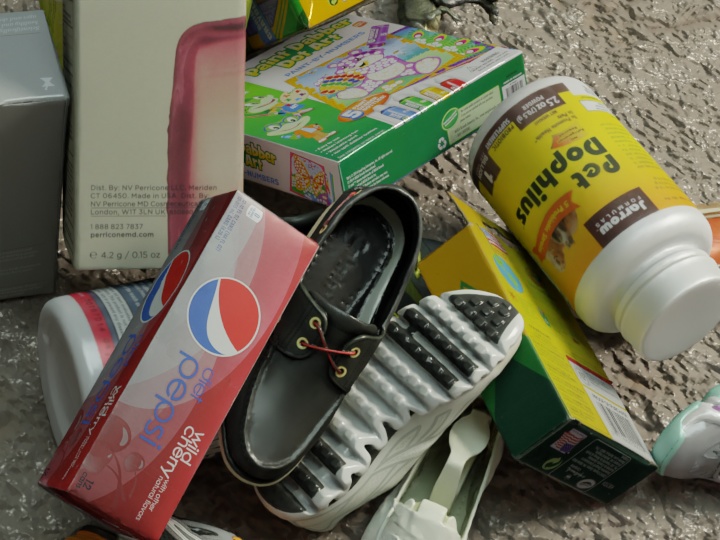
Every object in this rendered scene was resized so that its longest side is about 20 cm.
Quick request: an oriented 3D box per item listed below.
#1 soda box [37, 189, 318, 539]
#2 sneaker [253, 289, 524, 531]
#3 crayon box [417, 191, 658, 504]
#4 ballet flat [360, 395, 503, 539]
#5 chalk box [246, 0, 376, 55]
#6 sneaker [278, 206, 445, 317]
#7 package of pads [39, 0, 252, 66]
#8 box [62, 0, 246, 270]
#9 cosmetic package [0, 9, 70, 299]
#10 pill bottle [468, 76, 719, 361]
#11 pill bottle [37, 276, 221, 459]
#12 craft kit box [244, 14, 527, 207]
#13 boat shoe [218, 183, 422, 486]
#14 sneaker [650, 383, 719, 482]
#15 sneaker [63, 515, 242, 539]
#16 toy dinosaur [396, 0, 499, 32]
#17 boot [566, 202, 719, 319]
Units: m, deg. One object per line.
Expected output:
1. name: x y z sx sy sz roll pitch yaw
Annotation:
1. soda box: -0.105 0.055 1.046 0.063 0.070 0.201 33 75 -20
2. sneaker: 0.022 0.090 1.140 0.200 0.081 0.075 -39 57 -4
3. crayon box: 0.112 0.052 1.213 0.127 0.051 0.201 31 28 -49
4. ballet flat: 0.046 0.151 1.144 0.069 0.070 0.201 23 48 7
5. chalk box: -0.054 -0.251 1.399 0.124 0.200 0.125 -29 101 -22
6. sneaker: 0.000 0.000 1.253 0.198 0.085 0.075 -3 51 -16
7. package of pads: -0.157 -0.197 1.302 0.153 0.200 0.069 -16 66 -20
8. box: -0.134 -0.108 1.152 0.108 0.202 0.128 0 11 -13
9. cosmetic package: -0.251 -0.068 1.171 0.106 0.201 0.091 -6 51 -20
10. pill bottle: 0.167 -0.034 1.245 0.109 0.110 0.200 -18 53 -27
11. pill bottle: -0.096 0.058 1.153 0.199 0.120 0.120 -12 53 -23
12. craft kit box: -0.013 -0.123 1.332 0.197 0.049 0.200 15 38 43
13. boat shoe: -0.025 0.035 1.089 0.073 0.063 0.202 32 70 -14
14. sneaker: 0.304 0.138 1.212 0.199 0.078 0.140 -13 53 -24
15. sneaker: -0.082 0.195 1.067 0.199 0.079 0.077 30 44 14
16. toy dinosaur: 0.066 -0.228 1.500 0.087 0.048 0.201 -2 46 -7
17. boot: 0.240 0.004 1.325 0.198 0.075 0.108 6 51 3
